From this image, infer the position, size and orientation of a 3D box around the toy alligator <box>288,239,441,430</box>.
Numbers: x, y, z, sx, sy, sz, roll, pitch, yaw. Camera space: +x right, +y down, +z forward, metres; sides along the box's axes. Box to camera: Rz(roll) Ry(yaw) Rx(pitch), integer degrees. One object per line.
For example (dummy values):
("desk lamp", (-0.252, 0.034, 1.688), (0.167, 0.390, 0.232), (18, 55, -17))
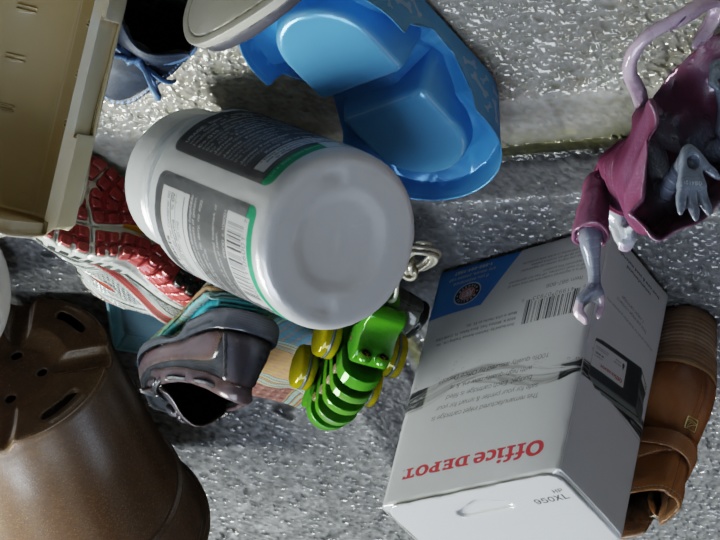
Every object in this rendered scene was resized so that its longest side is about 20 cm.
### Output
("toy alligator", (0.002, 0.055, 1.645), (0.059, 0.055, 0.200), (16, 142, -17))

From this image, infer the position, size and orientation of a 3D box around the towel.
("towel", (-0.066, 0.056, 1.763), (0.146, 0.022, 0.200), (16, 159, -17))

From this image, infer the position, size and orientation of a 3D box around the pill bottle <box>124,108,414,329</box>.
("pill bottle", (-0.063, -0.039, 1.580), (0.113, 0.113, 0.200), (44, 169, -33))

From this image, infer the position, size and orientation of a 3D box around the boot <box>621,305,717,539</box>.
("boot", (0.171, 0.127, 1.734), (0.077, 0.156, 0.200), (34, 140, -24))

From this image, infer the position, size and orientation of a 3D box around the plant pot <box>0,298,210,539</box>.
("plant pot", (-0.231, 0.141, 1.885), (0.199, 0.201, 0.199), (2, 134, 18))

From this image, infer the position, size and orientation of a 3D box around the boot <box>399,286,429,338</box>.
("boot", (0.000, 0.000, 1.702), (0.130, 0.068, 0.200), (31, 159, -25))

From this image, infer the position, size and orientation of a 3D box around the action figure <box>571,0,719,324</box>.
("action figure", (0.171, -0.062, 1.535), (0.150, 0.133, 0.200), (64, 166, 1))

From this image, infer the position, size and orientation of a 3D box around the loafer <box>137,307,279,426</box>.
("loafer", (-0.112, 0.078, 1.722), (0.071, 0.063, 0.200), (15, 160, -17))

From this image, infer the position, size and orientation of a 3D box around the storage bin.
("storage bin", (-0.252, -0.137, 1.491), (0.197, 0.201, 0.094), (14, -177, 10))

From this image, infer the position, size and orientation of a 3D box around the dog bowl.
("dog bowl", (0.012, -0.124, 1.556), (0.111, 0.050, 0.200), (-17, 133, 37))

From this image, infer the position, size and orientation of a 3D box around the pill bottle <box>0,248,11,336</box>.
("pill bottle", (-0.362, 0.024, 1.837), (0.199, 0.111, 0.111), (-11, 136, 32))

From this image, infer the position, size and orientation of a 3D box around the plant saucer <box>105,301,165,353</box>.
("plant saucer", (-0.088, 0.049, 1.846), (0.199, 0.019, 0.070), (11, 143, 8))

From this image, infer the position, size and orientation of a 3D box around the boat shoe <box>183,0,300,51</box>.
("boat shoe", (-0.015, -0.184, 1.435), (0.200, 0.073, 0.063), (-39, 136, 19))

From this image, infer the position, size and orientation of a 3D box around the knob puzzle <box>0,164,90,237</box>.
("knob puzzle", (-0.253, -0.103, 1.562), (0.218, 0.030, 0.221), (1, 99, 8))

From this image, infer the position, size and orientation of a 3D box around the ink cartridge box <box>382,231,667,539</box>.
("ink cartridge box", (0.111, 0.086, 1.666), (0.144, 0.201, 0.084), (-16, 133, 36))

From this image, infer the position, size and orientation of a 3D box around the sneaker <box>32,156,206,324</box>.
("sneaker", (-0.182, -0.016, 1.745), (0.199, 0.078, 0.082), (33, 142, -21))

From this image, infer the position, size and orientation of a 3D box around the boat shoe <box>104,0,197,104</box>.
("boat shoe", (-0.132, -0.160, 1.546), (0.084, 0.069, 0.200), (22, 143, -8))
